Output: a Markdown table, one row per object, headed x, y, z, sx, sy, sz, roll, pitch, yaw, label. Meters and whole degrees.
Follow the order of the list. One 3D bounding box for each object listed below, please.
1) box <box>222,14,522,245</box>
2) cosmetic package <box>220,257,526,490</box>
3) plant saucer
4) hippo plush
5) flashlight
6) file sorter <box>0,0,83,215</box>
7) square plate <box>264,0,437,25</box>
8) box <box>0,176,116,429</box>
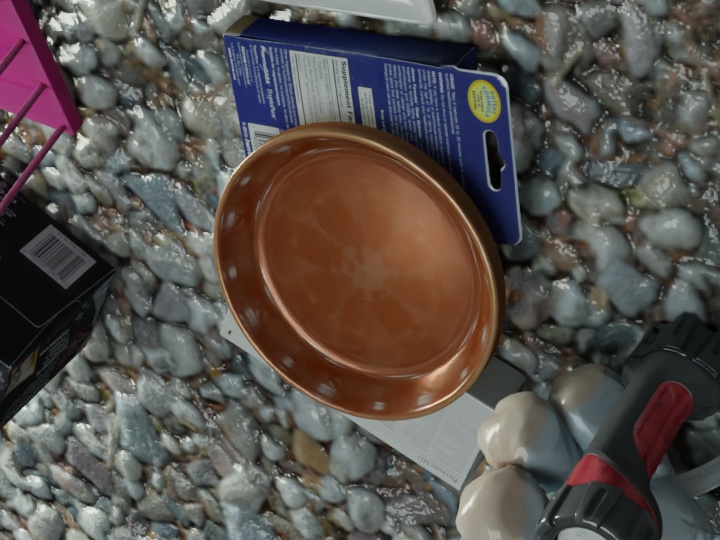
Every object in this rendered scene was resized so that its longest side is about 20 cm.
| x | y | z | sx | sy | sz | roll | pitch | yaw | label |
| --- | --- | --- | --- | --- | --- | --- | --- | --- | --- |
| 0.013 | -0.087 | 1.128 | 0.199 | 0.032 | 0.122 | 13 | 128 | 29 | box |
| 0.006 | 0.056 | 1.226 | 0.199 | 0.051 | 0.083 | 33 | 130 | 11 | cosmetic package |
| 0.000 | 0.000 | 1.143 | 0.199 | 0.032 | 0.202 | 14 | 122 | 24 | plant saucer |
| 0.136 | 0.151 | 1.163 | 0.161 | 0.199 | 0.160 | 135 | 122 | -68 | hippo plush |
| 0.166 | 0.103 | 1.039 | 0.068 | 0.200 | 0.068 | -19 | 110 | 42 | flashlight |
| -0.299 | -0.134 | 1.205 | 0.138 | 0.126 | 0.200 | 21 | 153 | 23 | file sorter |
| -0.060 | -0.226 | 1.034 | 0.199 | 0.029 | 0.199 | 12 | 151 | 22 | square plate |
| -0.304 | 0.004 | 1.352 | 0.200 | 0.132 | 0.115 | 38 | 139 | 6 | box |
